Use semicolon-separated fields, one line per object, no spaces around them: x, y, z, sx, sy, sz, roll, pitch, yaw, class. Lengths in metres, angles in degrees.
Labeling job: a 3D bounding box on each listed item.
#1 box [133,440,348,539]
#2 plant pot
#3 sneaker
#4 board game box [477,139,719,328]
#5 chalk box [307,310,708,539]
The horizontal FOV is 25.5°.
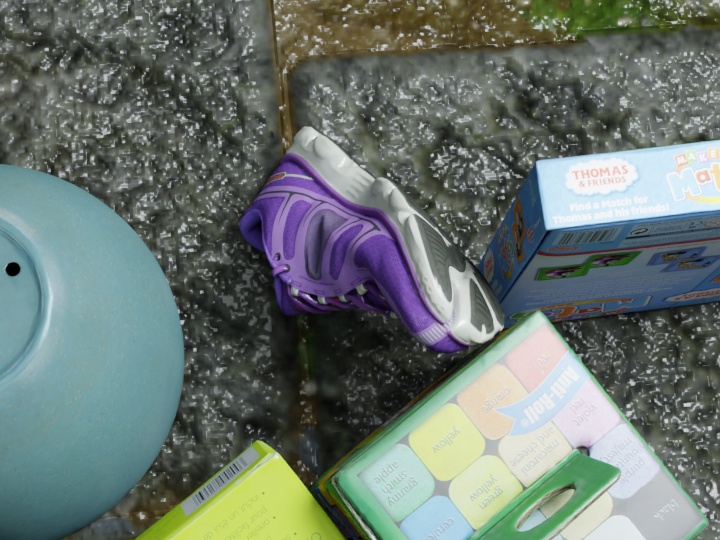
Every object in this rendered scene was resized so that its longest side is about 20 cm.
-0.028;0.192;0.726;0.122;0.048;0.200;-38;100;-8;box
-0.189;0.032;0.774;0.200;0.135;0.201;1;76;-4;plant pot
0.000;0.000;0.790;0.083;0.200;0.081;-47;122;-2;sneaker
0.142;-0.015;0.777;0.151;0.200;0.037;-7;75;-6;board game box
0.063;0.108;0.736;0.125;0.200;0.124;-37;85;-12;chalk box
